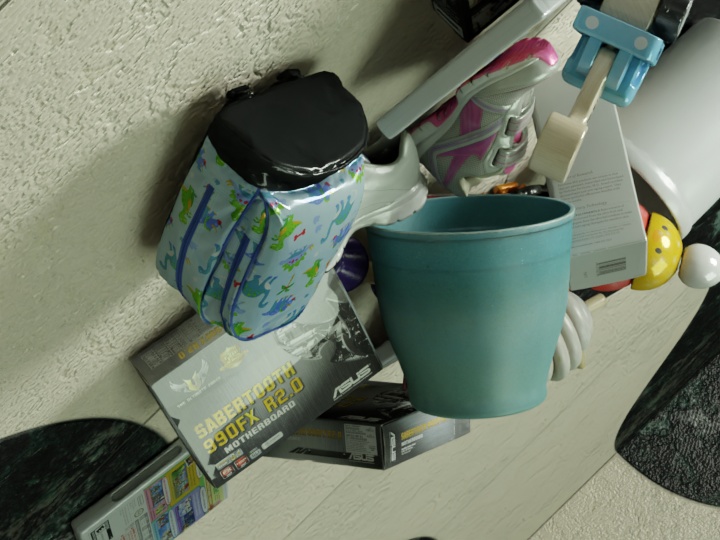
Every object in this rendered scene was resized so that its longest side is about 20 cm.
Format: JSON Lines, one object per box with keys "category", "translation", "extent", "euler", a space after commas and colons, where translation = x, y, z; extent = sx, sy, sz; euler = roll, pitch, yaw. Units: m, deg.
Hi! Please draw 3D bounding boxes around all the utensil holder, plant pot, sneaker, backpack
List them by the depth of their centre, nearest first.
{"category": "backpack", "translation": [-0.082, -0.042, 1.378], "extent": [0.200, 0.154, 0.163], "euler": [-43, 171, 36]}
{"category": "sneaker", "translation": [-0.026, -0.062, 1.544], "extent": [0.200, 0.074, 0.087], "euler": [-37, 141, -26]}
{"category": "sneaker", "translation": [0.123, -0.136, 1.557], "extent": [0.081, 0.088, 0.200], "euler": [-41, -179, -39]}
{"category": "plant pot", "translation": [0.107, 0.036, 1.650], "extent": [0.200, 0.200, 0.188], "euler": [-18, 108, -51]}
{"category": "utensil holder", "translation": [0.366, -0.161, 1.943], "extent": [0.200, 0.170, 0.170], "euler": [-45, 160, -6]}

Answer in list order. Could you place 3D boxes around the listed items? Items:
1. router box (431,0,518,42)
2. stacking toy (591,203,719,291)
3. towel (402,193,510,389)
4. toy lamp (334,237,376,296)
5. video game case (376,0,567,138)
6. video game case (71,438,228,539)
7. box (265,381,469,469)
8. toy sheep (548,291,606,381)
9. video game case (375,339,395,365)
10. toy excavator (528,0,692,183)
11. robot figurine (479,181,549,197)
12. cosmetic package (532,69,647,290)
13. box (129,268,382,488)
{"category": "router box", "translation": [0.140, -0.293, 1.401], "extent": [0.200, 0.051, 0.149], "euler": [-40, 160, -6]}
{"category": "stacking toy", "translation": [0.299, -0.027, 1.883], "extent": [0.146, 0.200, 0.146], "euler": [13, 90, -84]}
{"category": "towel", "translation": [0.105, 0.021, 1.778], "extent": [0.144, 0.023, 0.200], "euler": [-3, 95, -39]}
{"category": "toy lamp", "translation": [0.000, 0.000, 1.715], "extent": [0.058, 0.058, 0.200], "euler": [-47, 161, 8]}
{"category": "video game case", "translation": [0.122, -0.199, 1.452], "extent": [0.200, 0.023, 0.182], "euler": [-36, -176, 43]}
{"category": "video game case", "translation": [-0.219, 0.252, 1.840], "extent": [0.182, 0.022, 0.200], "euler": [-37, 158, -19]}
{"category": "box", "translation": [-0.010, 0.157, 1.804], "extent": [0.158, 0.200, 0.048], "euler": [-17, 105, -51]}
{"category": "toy sheep", "translation": [0.232, 0.085, 2.221], "extent": [0.200, 0.138, 0.138], "euler": [-33, 158, -19]}
{"category": "video game case", "translation": [0.094, 0.056, 1.966], "extent": [0.182, 0.022, 0.200], "euler": [-26, 172, -41]}
{"category": "toy excavator", "translation": [0.220, -0.178, 1.583], "extent": [0.194, 0.100, 0.200], "euler": [-26, 139, -78]}
{"category": "robot figurine", "translation": [0.124, -0.037, 1.874], "extent": [0.200, 0.058, 0.145], "euler": [-24, 152, -43]}
{"category": "cosmetic package", "translation": [0.229, -0.095, 1.741], "extent": [0.085, 0.200, 0.108], "euler": [-13, 158, 5]}
{"category": "box", "translation": [-0.092, 0.087, 1.601], "extent": [0.200, 0.048, 0.158], "euler": [-35, 133, -11]}
